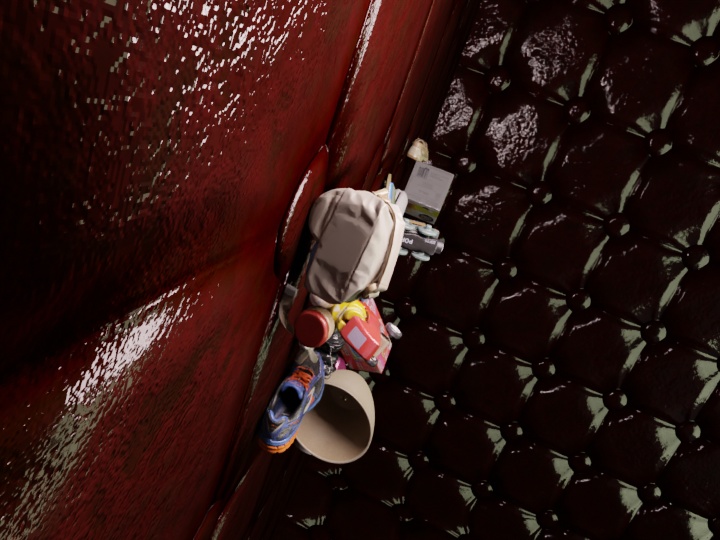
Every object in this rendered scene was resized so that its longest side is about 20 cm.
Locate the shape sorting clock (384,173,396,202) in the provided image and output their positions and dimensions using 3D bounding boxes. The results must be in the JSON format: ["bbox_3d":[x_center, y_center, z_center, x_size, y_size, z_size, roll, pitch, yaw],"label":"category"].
[{"bbox_3d":[0.064,-0.150,1.364,0.200,0.038,0.205,6,90,-82],"label":"shape sorting clock"}]

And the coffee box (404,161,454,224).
[{"bbox_3d":[0.317,-0.378,2.546,0.198,0.196,0.203,97,16,-76],"label":"coffee box"}]

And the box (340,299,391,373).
[{"bbox_3d":[0.000,0.162,1.316,0.097,0.098,0.202,-65,147,-37],"label":"box"}]

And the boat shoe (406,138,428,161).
[{"bbox_3d":[0.209,-0.421,1.809,0.200,0.070,0.066,-53,165,-71],"label":"boat shoe"}]

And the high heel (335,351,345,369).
[{"bbox_3d":[-0.048,0.195,1.396,0.068,0.094,0.203,101,11,-70],"label":"high heel"}]

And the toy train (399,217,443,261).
[{"bbox_3d":[0.087,-0.084,1.161,0.114,0.195,0.087,-95,-161,-68],"label":"toy train"}]

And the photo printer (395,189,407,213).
[{"bbox_3d":[0.087,-0.145,1.620,0.167,0.068,0.203,-63,173,-51],"label":"photo printer"}]

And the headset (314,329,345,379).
[{"bbox_3d":[-0.084,0.167,1.142,0.201,0.092,0.126,-98,-154,-67],"label":"headset"}]

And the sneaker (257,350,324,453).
[{"bbox_3d":[-0.108,0.210,0.887,0.201,0.074,0.079,-66,173,-49],"label":"sneaker"}]

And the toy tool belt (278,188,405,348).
[{"bbox_3d":[-0.015,-0.007,0.660,0.204,0.123,0.123,-69,167,15],"label":"toy tool belt"}]

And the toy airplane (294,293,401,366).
[{"bbox_3d":[-0.029,0.054,0.864,0.197,0.140,0.204,-15,-128,46],"label":"toy airplane"}]

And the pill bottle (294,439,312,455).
[{"bbox_3d":[-0.117,0.416,1.498,0.116,0.114,0.204,-41,152,-81],"label":"pill bottle"}]

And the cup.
[{"bbox_3d":[-0.048,0.308,1.185,0.204,0.197,0.143,-70,170,25],"label":"cup"}]
